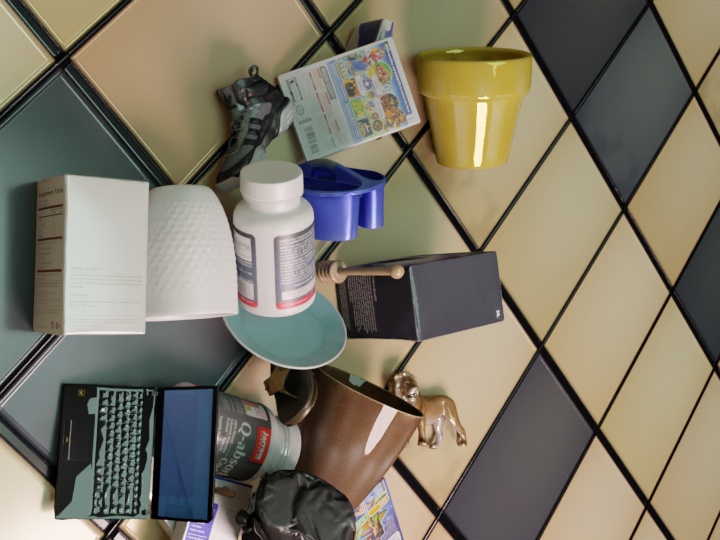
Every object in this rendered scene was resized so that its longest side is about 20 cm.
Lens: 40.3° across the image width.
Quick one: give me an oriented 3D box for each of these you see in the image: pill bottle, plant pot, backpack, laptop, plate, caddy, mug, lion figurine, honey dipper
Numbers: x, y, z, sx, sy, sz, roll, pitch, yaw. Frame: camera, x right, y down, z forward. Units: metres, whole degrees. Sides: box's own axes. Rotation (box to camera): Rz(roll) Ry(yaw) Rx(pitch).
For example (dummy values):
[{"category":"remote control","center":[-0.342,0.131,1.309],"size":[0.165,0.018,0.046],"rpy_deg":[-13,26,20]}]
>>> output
[{"category":"pill bottle","center":[-0.124,-0.048,1.414],"size":[0.119,0.119,0.203],"rpy_deg":[-22,125,-37]},{"category":"plant pot","center":[0.196,-0.282,1.712],"size":[0.199,0.199,0.192],"rpy_deg":[-15,114,-38]},{"category":"backpack","center":[-0.093,0.357,1.385],"size":[0.165,0.200,0.128],"rpy_deg":[30,60,-3]},{"category":"laptop","center":[-0.296,0.240,1.296],"size":[0.196,0.103,0.181],"rpy_deg":[5,78,-18]},{"category":"plant pot","center":[-0.024,0.279,1.533],"size":[0.185,0.186,0.203],"rpy_deg":[23,91,-36]},{"category":"plate","center":[-0.116,0.080,1.473],"size":[0.198,0.201,0.026],"rpy_deg":[-7,137,-39]},{"category":"pill bottle","center":[-0.190,0.240,1.421],"size":[0.198,0.115,0.118],"rpy_deg":[22,76,-36]},{"category":"caddy","center":[-0.052,-0.118,1.498],"size":[0.140,0.198,0.107],"rpy_deg":[-23,117,-46]},{"category":"mug","center":[-0.238,-0.022,1.388],"size":[0.199,0.145,0.179],"rpy_deg":[8,78,-69]},{"category":"lion figurine","center":[0.117,0.246,1.711],"size":[0.199,0.072,0.125],"rpy_deg":[17,65,-52]},{"category":"honey dipper","center":[0.000,0.000,1.528],"size":[0.038,0.198,0.039],"rpy_deg":[2,87,-39]}]

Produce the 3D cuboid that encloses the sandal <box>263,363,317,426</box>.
[{"category":"sandal","center":[-0.114,0.152,1.453],"size":[0.054,0.201,0.082],"rpy_deg":[29,116,-31]}]

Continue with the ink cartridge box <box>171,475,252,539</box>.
[{"category":"ink cartridge box","center":[-0.223,0.393,1.391],"size":[0.094,0.037,0.203],"rpy_deg":[25,77,-38]}]

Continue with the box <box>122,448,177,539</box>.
[{"category":"box","center":[-0.278,0.332,1.397],"size":[0.041,0.038,0.202],"rpy_deg":[-42,114,-30]}]

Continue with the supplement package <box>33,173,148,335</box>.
[{"category":"supplement package","center":[-0.356,-0.018,1.293],"size":[0.115,0.116,0.204],"rpy_deg":[3,88,-36]}]

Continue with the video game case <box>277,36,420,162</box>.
[{"category":"video game case","center":[-0.018,-0.272,1.567],"size":[0.197,0.018,0.145],"rpy_deg":[-20,93,-8]}]

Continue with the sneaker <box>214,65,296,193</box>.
[{"category":"sneaker","center":[-0.182,-0.216,1.470],"size":[0.114,0.075,0.201],"rpy_deg":[48,56,-27]}]

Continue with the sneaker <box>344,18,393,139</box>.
[{"category":"sneaker","center":[0.030,-0.309,1.646],"size":[0.114,0.080,0.203],"rpy_deg":[14,87,-41]}]

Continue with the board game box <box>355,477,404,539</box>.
[{"category":"board game box","center":[-0.020,0.445,1.594],"size":[0.199,0.034,0.137],"rpy_deg":[-33,118,-35]}]

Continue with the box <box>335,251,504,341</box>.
[{"category":"box","center":[0.096,0.040,1.607],"size":[0.198,0.197,0.126],"rpy_deg":[-10,95,-39]}]
